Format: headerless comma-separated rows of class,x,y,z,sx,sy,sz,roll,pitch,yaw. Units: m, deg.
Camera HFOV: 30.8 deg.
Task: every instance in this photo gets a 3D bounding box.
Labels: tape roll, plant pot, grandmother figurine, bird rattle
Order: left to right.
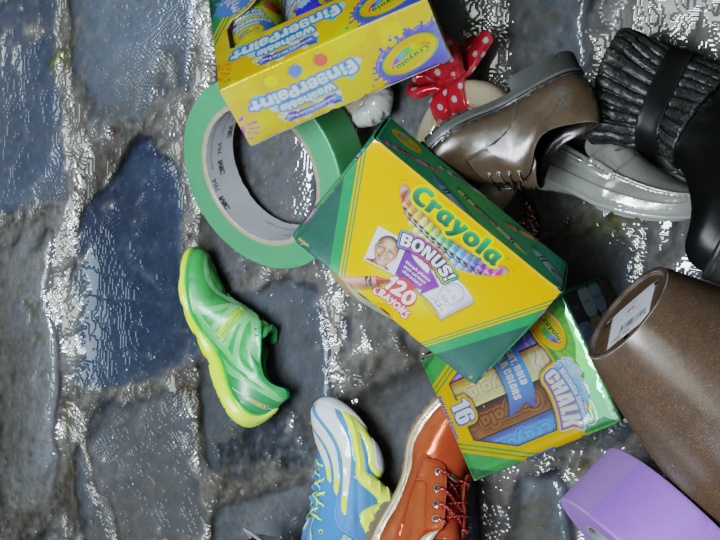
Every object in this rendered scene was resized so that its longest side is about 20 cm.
tape roll,-0.087,-0.103,1.308,0.199,0.048,0.202,16,120,30
grandmother figurine,-0.051,-0.196,1.303,0.199,0.060,0.122,29,118,25
bird rattle,0.094,-0.119,1.198,0.163,0.112,0.201,31,99,43
tape roll,0.263,0.244,1.107,0.066,0.200,0.200,-44,73,-6
plant pot,0.286,0.095,1.044,0.200,0.187,0.187,39,116,-8

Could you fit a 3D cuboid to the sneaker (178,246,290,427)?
sneaker,-0.132,0.064,1.385,0.083,0.074,0.201,-25,81,4

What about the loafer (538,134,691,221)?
loafer,0.215,-0.095,1.162,0.199,0.070,0.070,20,114,26

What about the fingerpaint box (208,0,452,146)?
fingerpaint box,-0.033,-0.224,1.192,0.199,0.074,0.168,-22,42,9

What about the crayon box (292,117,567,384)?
crayon box,0.059,-0.016,1.086,0.200,0.058,0.119,39,117,-5

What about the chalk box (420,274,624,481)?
chalk box,0.180,0.087,1.175,0.199,0.125,0.125,-27,84,30

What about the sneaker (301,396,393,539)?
sneaker,-0.023,0.231,1.310,0.076,0.105,0.201,-34,80,57

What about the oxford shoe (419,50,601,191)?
oxford shoe,0.111,-0.096,1.097,0.199,0.073,0.085,-33,72,18

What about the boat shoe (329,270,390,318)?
boat shoe,0.000,0.000,1.227,0.076,0.200,0.072,12,70,31

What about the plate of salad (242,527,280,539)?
plate of salad,-0.048,0.330,1.307,0.199,0.200,0.048,36,76,20

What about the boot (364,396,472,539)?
boot,0.080,0.212,1.241,0.107,0.075,0.201,28,96,65

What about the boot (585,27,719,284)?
boot,0.257,-0.097,1.083,0.157,0.080,0.212,16,62,12
